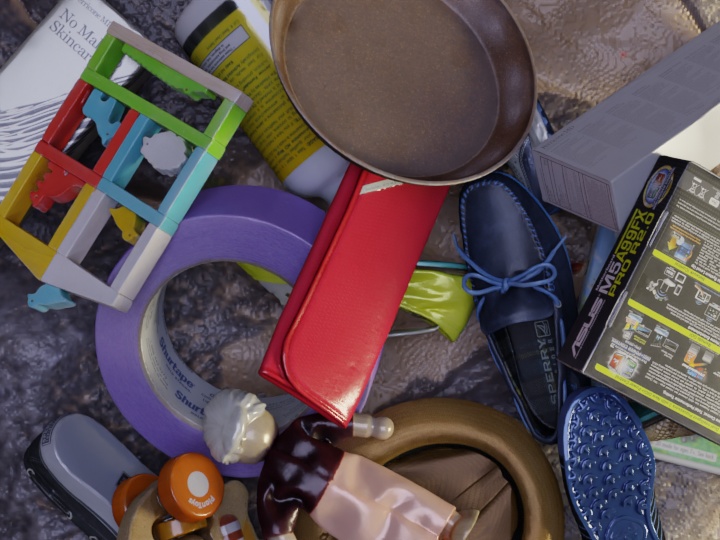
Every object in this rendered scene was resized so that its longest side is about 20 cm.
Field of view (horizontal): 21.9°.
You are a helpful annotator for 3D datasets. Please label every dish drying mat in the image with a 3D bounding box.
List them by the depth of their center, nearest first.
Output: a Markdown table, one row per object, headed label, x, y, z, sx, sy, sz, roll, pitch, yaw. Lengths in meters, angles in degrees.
| label | x | y | z | sx | sy | sz | roll | pitch | yaw |
| --- | --- | --- | --- | --- | --- | --- | --- | --- | --- |
| dish drying mat | 0.000 | 0.000 | 1.253 | 0.077 | 0.018 | 0.201 | 34 | 65 | -24 |

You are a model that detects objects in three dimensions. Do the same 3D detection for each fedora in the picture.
| label | x | y | z | sx | sy | sz | roll | pitch | yaw |
| --- | --- | --- | --- | --- | --- | --- | --- | --- | --- |
| fedora | 0.049 | 0.187 | 1.347 | 0.199 | 0.082 | 0.202 | 0 | 89 | -1 |

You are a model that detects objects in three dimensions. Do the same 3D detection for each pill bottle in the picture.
| label | x | y | z | sx | sy | sz | roll | pitch | yaw |
| --- | --- | --- | --- | --- | --- | --- | --- | --- | --- |
| pill bottle | -0.035 | -0.127 | 1.340 | 0.112 | 0.112 | 0.200 | -36 | 89 | -2 |

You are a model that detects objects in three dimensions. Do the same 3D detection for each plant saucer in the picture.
| label | x | y | z | sx | sy | sz | roll | pitch | yaw |
| --- | --- | --- | --- | --- | --- | --- | --- | --- | --- |
| plant saucer | 0.026 | -0.141 | 1.280 | 0.199 | 0.034 | 0.201 | 11 | 62 | -20 |

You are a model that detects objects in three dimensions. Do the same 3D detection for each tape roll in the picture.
| label | x | y | z | sx | sy | sz | roll | pitch | yaw |
| --- | --- | --- | --- | --- | --- | --- | --- | --- | --- |
| tape roll | -0.084 | 0.044 | 1.319 | 0.199 | 0.066 | 0.201 | 4 | 113 | 9 |

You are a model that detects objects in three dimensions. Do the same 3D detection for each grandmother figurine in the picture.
| label | x | y | z | sx | sy | sz | roll | pitch | yaw |
| --- | --- | --- | --- | --- | --- | --- | --- | --- | --- |
| grandmother figurine | -0.024 | 0.149 | 1.280 | 0.199 | 0.061 | 0.122 | 33 | 69 | 4 |

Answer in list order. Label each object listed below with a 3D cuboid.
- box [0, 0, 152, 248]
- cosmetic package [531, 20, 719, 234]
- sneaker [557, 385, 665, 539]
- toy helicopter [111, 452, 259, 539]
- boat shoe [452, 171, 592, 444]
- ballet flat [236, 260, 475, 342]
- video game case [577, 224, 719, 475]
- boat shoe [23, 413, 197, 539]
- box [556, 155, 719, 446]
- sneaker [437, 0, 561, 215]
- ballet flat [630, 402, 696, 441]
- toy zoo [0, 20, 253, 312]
| label | x | y | z | sx | sy | sz | roll | pitch | yaw |
| --- | --- | --- | --- | --- | --- | --- | --- | --- | --- |
| box | -0.238 | -0.109 | 1.357 | 0.082 | 0.068 | 0.200 | 39 | 89 | 0 |
| cosmetic package | 0.223 | -0.104 | 1.321 | 0.200 | 0.082 | 0.051 | -34 | 129 | -24 |
| sneaker | 0.180 | 0.172 | 1.334 | 0.070 | 0.078 | 0.201 | -20 | 102 | -9 |
| toy helicopter | -0.085 | 0.216 | 1.316 | 0.199 | 0.079 | 0.133 | 21 | 59 | -34 |
| boat shoe | 0.122 | 0.026 | 1.323 | 0.084 | 0.069 | 0.201 | -23 | 95 | 24 |
| ballet flat | -0.013 | 0.013 | 1.361 | 0.199 | 0.067 | 0.067 | 10 | 91 | -2 |
| video game case | 0.256 | 0.055 | 1.384 | 0.199 | 0.022 | 0.183 | 14 | 88 | 0 |
| boat shoe | -0.164 | 0.186 | 1.357 | 0.200 | 0.057 | 0.069 | 48 | 44 | -11 |
| box | 0.255 | 0.036 | 1.274 | 0.199 | 0.044 | 0.161 | 27 | 91 | -20 |
| sneaker | 0.085 | -0.123 | 1.370 | 0.085 | 0.077 | 0.201 | -28 | 82 | 8 |
| ballet flat | 0.278 | 0.074 | 1.343 | 0.200 | 0.071 | 0.065 | -39 | 104 | 1 |
| toy zoo | -0.175 | -0.060 | 1.283 | 0.131 | 0.020 | 0.201 | 31 | 88 | 30 |
